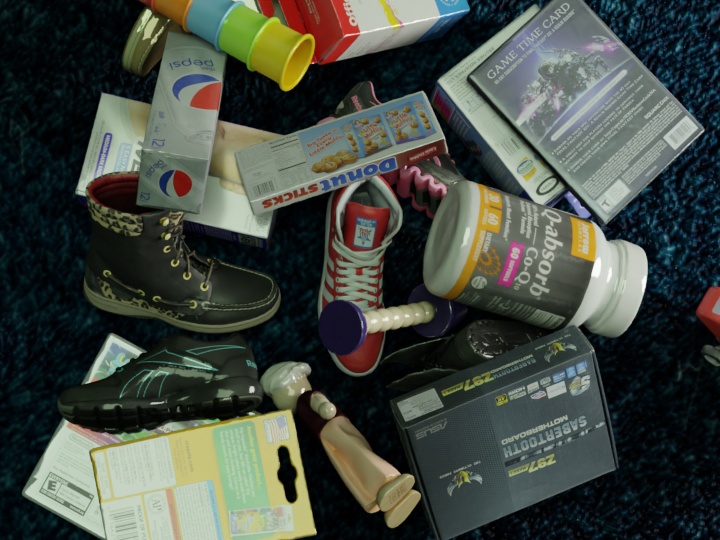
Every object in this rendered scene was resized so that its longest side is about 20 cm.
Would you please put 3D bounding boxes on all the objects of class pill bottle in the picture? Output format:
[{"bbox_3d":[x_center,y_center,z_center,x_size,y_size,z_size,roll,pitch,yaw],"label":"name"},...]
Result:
[{"bbox_3d":[0.169,-0.007,1.499,0.198,0.116,0.117,16,80,-13],"label":"pill bottle"}]

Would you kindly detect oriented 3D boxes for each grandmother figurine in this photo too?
[{"bbox_3d":[-0.027,0.156,1.492,0.060,0.122,0.200,-35,56,-20],"label":"grandmother figurine"}]

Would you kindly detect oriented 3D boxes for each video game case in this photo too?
[{"bbox_3d":[-0.205,0.188,1.531,0.199,0.023,0.183,28,81,3],"label":"video game case"},{"bbox_3d":[0.223,-0.164,1.530,0.143,0.019,0.200,-42,84,-10],"label":"video game case"}]

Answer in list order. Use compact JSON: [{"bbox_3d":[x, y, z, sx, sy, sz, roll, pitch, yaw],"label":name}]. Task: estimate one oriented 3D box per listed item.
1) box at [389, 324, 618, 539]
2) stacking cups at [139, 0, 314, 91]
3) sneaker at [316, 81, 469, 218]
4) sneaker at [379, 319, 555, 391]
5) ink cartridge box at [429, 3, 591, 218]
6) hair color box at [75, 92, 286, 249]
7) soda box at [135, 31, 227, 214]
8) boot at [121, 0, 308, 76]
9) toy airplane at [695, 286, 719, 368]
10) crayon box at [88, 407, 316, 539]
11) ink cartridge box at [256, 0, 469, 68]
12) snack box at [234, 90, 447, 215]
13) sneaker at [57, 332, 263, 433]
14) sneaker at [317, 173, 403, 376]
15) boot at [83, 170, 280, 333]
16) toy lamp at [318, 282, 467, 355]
[{"bbox_3d":[0.141,0.159,1.489,0.198,0.051,0.159,-21,126,-5],"label":"box"},{"bbox_3d":[-0.142,-0.243,1.505,0.199,0.061,0.061,28,81,16],"label":"stacking cups"},{"bbox_3d":[0.057,-0.123,1.570,0.199,0.079,0.096,32,70,2],"label":"sneaker"},{"bbox_3d":[0.127,0.094,1.536,0.198,0.104,0.060,9,55,-35],"label":"sneaker"},{"bbox_3d":[0.184,-0.145,1.570,0.136,0.076,0.200,-38,82,-8],"label":"ink cartridge box"},{"bbox_3d":[-0.176,-0.100,1.558,0.198,0.065,0.110,13,80,-2],"label":"hair color box"},{"bbox_3d":[-0.168,-0.144,1.472,0.063,0.069,0.201,9,40,-5],"label":"soda box"},{"bbox_3d":[-0.133,-0.245,1.579,0.154,0.072,0.200,39,79,2],"label":"boot"},{"bbox_3d":[0.442,0.097,1.508,0.197,0.141,0.202,-10,81,-4],"label":"toy airplane"},{"bbox_3d":[-0.151,0.215,1.491,0.198,0.052,0.127,-12,81,-3],"label":"crayon box"},{"bbox_3d":[-0.002,-0.282,1.552,0.199,0.067,0.117,-17,81,-31],"label":"ink cartridge box"},{"bbox_3d":[-0.020,-0.115,1.503,0.198,0.024,0.072,-18,50,-3],"label":"snack box"},{"bbox_3d":[-0.196,0.109,1.506,0.198,0.076,0.080,-6,67,-9],"label":"sneaker"},{"bbox_3d":[0.000,0.000,1.520,0.071,0.112,0.202,-1,81,-11],"label":"sneaker"},{"bbox_3d":[-0.175,-0.019,1.498,0.198,0.151,0.074,9,47,4],"label":"boot"},{"bbox_3d":[0.038,0.043,1.486,0.058,0.199,0.059,3,95,34],"label":"toy lamp"}]
